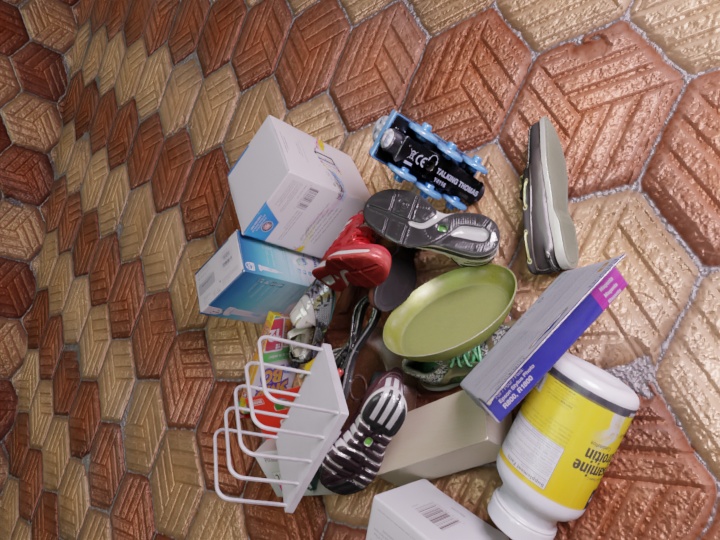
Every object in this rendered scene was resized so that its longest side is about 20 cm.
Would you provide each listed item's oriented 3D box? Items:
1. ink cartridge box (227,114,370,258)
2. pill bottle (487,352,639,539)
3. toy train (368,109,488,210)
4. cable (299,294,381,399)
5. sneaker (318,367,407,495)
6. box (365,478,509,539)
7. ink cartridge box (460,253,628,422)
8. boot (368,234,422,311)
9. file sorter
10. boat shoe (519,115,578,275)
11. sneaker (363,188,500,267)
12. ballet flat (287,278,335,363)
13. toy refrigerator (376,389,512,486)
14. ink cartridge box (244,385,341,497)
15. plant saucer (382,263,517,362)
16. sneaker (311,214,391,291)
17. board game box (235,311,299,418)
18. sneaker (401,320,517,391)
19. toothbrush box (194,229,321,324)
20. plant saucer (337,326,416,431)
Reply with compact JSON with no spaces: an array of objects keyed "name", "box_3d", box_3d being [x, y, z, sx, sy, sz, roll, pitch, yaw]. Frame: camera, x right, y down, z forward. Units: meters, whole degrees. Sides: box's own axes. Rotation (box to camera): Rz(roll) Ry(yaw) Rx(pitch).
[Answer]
[{"name":"ink cartridge box","box_3d":[-0.104,-0.137,1.034,0.147,0.196,0.147,-45,49,27]},{"name":"pill bottle","box_3d":[0.222,0.205,0.672,0.111,0.110,0.205,33,103,44]},{"name":"toy train","box_3d":[0.095,-0.157,0.841,0.088,0.196,0.115,-58,36,16]},{"name":"cable","box_3d":[-0.027,0.135,0.939,0.203,0.049,0.098,-56,45,20]},{"name":"sneaker","box_3d":[0.013,0.220,0.840,0.202,0.074,0.116,-56,4,27]},{"name":"box","box_3d":[0.082,0.404,0.747,0.150,0.104,0.207,21,105,45]},{"name":"ink cartridge box","box_3d":[0.197,0.076,0.643,0.043,0.200,0.196,44,88,4]},{"name":"boot","box_3d":[0.000,0.000,0.943,0.196,0.068,0.192,-16,44,41]},{"name":"file sorter","box_3d":[-0.121,0.216,0.845,0.204,0.121,0.140,-62,28,24]},{"name":"boat shoe","box_3d":[0.234,-0.098,0.766,0.059,0.070,0.209,-16,69,41]},{"name":"sneaker","box_3d":[0.100,-0.045,0.839,0.195,0.116,0.078,18,77,18]},{"name":"ballet flat","box_3d":[-0.089,0.092,0.997,0.073,0.070,0.204,61,149,36]},{"name":"toy refrigerator","box_3d":[0.111,0.230,0.804,0.198,0.069,0.078,-33,40,37]},{"name":"ink cartridge box","box_3d":[-0.108,0.286,0.976,0.197,0.043,0.177,-20,102,41]},{"name":"plant saucer","box_3d":[0.122,0.060,0.797,0.195,0.032,0.201,-26,22,11]},{"name":"sneaker","box_3d":[-0.002,-0.042,0.858,0.198,0.077,0.118,-10,50,60]},{"name":"board game box","box_3d":[-0.158,0.181,1.081,0.030,0.094,0.206,27,99,44]},{"name":"sneaker","box_3d":[0.136,0.120,0.799,0.197,0.087,0.079,-29,61,38]},{"name":"toothbrush box","box_3d":[-0.176,0.023,1.067,0.145,0.196,0.088,-38,54,32]},{"name":"plant saucer","box_3d":[0.006,0.192,0.953,0.197,0.036,0.208,-16,68,43]}]
